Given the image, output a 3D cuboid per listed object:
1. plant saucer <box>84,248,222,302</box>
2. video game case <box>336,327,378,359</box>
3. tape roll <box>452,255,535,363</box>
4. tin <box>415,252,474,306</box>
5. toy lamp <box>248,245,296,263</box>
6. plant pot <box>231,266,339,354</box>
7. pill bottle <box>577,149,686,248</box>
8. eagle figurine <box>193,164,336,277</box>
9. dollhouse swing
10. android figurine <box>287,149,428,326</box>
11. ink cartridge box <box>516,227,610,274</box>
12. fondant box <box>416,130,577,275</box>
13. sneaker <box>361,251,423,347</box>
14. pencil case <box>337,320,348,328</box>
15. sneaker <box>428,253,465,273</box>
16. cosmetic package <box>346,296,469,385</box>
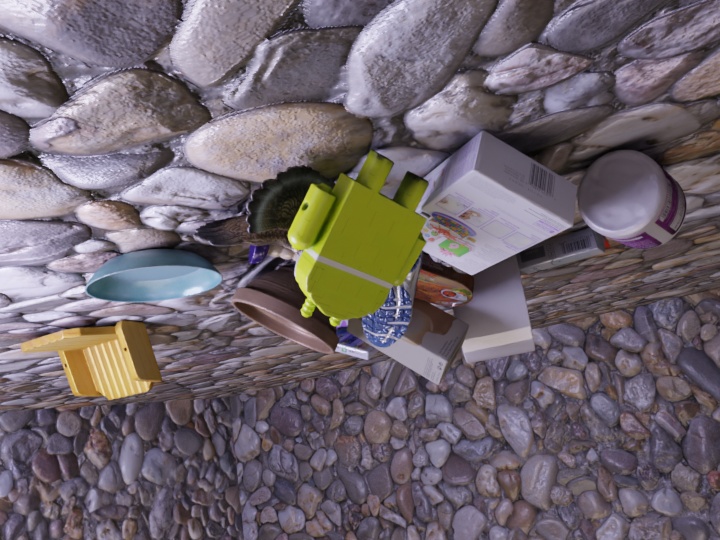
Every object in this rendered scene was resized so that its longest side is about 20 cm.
[{"bbox_3d":[-0.306,0.006,0.930,0.195,0.037,0.200,-10,167,-2],"label":"plant saucer"},{"bbox_3d":[-0.014,0.129,1.362,0.178,0.023,0.199,11,-159,27],"label":"video game case"},{"bbox_3d":[0.258,0.071,1.235,0.136,0.208,0.203,-13,166,12],"label":"tape roll"},{"bbox_3d":[0.103,0.008,1.071,0.196,0.043,0.112,19,159,-9],"label":"tin"},{"bbox_3d":[-0.057,-0.016,0.878,0.195,0.060,0.058,10,161,-18],"label":"toy lamp"},{"bbox_3d":[-0.115,0.059,1.072,0.197,0.094,0.201,24,165,7],"label":"plant pot"},{"bbox_3d":[0.385,-0.091,0.865,0.111,0.115,0.198,-19,163,35],"label":"pill bottle"},{"bbox_3d":[-0.077,-0.047,0.755,0.198,0.151,0.153,34,99,-28],"label":"eagle figurine"},{"bbox_3d":[-0.555,0.198,1.275,0.196,0.186,0.175,-15,-174,23],"label":"dollhouse swing"},{"bbox_3d":[-0.001,-0.028,0.708,0.180,0.203,0.041,18,-166,-40],"label":"android figurine"},{"bbox_3d":[0.423,-0.028,1.280,0.157,0.048,0.199,-18,162,29],"label":"ink cartridge box"},{"bbox_3d":[0.144,-0.073,0.771,0.142,0.059,0.199,25,153,-18],"label":"fondant box"},{"bbox_3d":[0.062,0.023,0.971,0.076,0.204,0.085,21,-164,13],"label":"sneaker"},{"bbox_3d":[0.025,0.092,1.318,0.195,0.088,0.084,4,169,9],"label":"pencil case"},{"bbox_3d":[0.183,-0.049,0.966,0.113,0.077,0.199,-18,166,28],"label":"sneaker"},{"bbox_3d":[0.083,0.103,1.118,0.105,0.197,0.072,-48,159,-41],"label":"cosmetic package"}]
